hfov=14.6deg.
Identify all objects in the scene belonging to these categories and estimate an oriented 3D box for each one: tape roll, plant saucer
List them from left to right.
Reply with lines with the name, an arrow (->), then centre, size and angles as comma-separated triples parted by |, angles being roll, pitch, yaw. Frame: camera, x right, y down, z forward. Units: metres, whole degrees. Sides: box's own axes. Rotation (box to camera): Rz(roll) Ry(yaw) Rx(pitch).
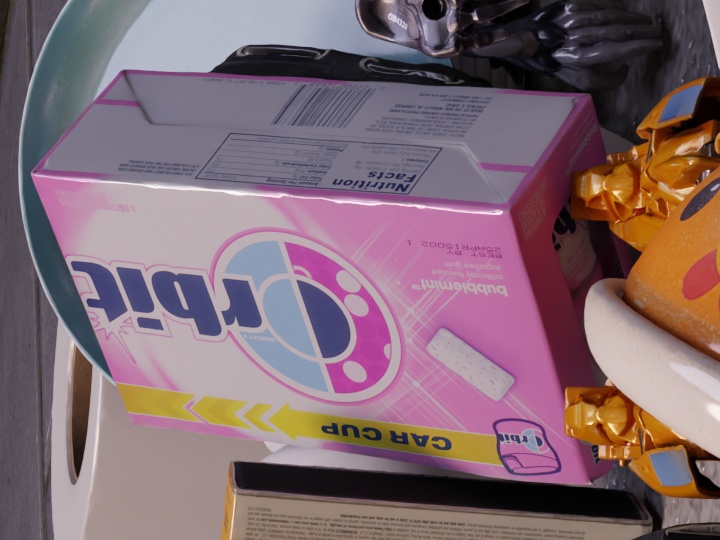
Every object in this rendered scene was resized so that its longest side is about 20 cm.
tape roll -> -0.081, 0.059, 1.454 | 0.203, 0.138, 0.204 | -177, 90, -78
plant saucer -> -0.042, -0.039, 1.071 | 0.027, 0.199, 0.202 | -3, -82, -62

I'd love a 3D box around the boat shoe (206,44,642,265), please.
boat shoe -> 0.021, -0.047, 0.988 | 0.057, 0.199, 0.069 | -57, -34, -39

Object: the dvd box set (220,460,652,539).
dvd box set -> 0.015, 0.168, 0.973 | 0.029, 0.145, 0.202 | -109, 25, -70

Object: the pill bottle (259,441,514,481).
pill bottle -> 0.009, 0.129, 1.088 | 0.113, 0.112, 0.202 | 123, 149, -65

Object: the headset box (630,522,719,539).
headset box -> 0.091, 0.165, 0.751 | 0.200, 0.092, 0.176 | 139, 134, -74

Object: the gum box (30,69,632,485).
gum box -> 0.000, 0.000, 0.949 | 0.066, 0.199, 0.114 | -53, -43, -40

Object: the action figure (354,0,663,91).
action figure -> 0.060, -0.119, 0.973 | 0.200, 0.101, 0.120 | -34, -58, -72

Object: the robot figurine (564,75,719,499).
robot figurine -> 0.110, 0.005, 0.786 | 0.200, 0.058, 0.146 | 156, 116, -77

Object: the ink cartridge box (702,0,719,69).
ink cartridge box -> 0.100, -0.168, 0.671 | 0.200, 0.050, 0.163 | 69, -154, -56

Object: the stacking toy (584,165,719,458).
stacking toy -> 0.143, -0.041, 0.565 | 0.146, 0.145, 0.201 | -134, 65, -73

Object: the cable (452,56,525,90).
cable -> 0.017, -0.076, 1.214 | 0.200, 0.069, 0.202 | -132, 47, -71

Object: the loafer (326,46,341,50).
loafer -> -0.032, -0.011, 1.121 | 0.076, 0.068, 0.201 | 51, 131, 31
